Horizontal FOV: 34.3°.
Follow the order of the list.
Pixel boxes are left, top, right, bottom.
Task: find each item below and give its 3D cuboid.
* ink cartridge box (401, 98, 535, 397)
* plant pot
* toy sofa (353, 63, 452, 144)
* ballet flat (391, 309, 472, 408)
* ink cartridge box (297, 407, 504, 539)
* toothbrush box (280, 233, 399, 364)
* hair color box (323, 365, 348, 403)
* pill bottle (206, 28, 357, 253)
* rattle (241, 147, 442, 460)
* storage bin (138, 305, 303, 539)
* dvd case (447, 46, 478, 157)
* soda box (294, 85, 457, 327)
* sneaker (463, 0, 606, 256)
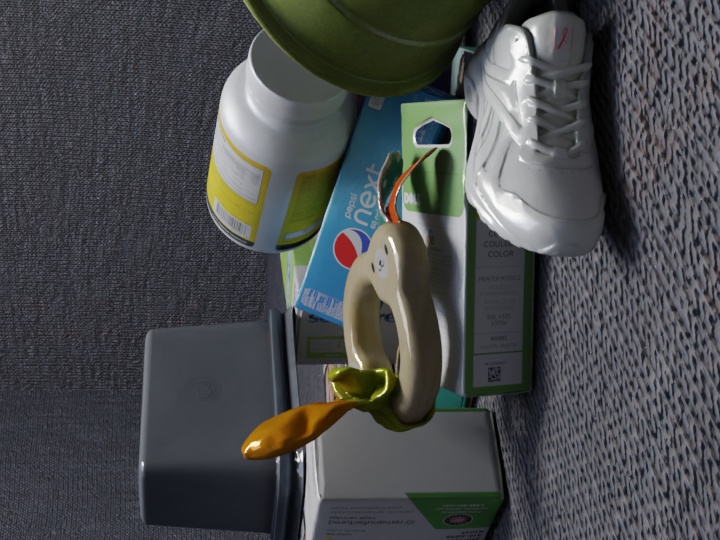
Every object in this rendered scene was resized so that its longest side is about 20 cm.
[{"bbox_3d":[0.075,-0.019,0.832,0.104,0.059,0.202,-164,72,-67],"label":"ink cartridge box"},{"bbox_3d":[0.045,-0.232,0.695,0.189,0.199,0.202,-23,64,52],"label":"plant pot"},{"bbox_3d":[0.039,-0.142,1.008,0.098,0.082,0.202,-45,-41,-74],"label":"toy sofa"},{"bbox_3d":[0.062,0.052,0.964,0.066,0.070,0.201,-69,-21,-46],"label":"ballet flat"},{"bbox_3d":[0.024,0.199,0.956,0.201,0.143,0.085,101,167,-51],"label":"ink cartridge box"},{"bbox_3d":[0.000,0.000,1.130,0.201,0.144,0.087,-105,17,-59],"label":"toothbrush box"},{"bbox_3d":[-0.005,0.136,1.442,0.200,0.060,0.100,110,159,-68],"label":"hair color box"},{"bbox_3d":[-0.064,-0.108,0.958,0.200,0.111,0.113,113,156,-58],"label":"pill bottle"},{"bbox_3d":[-0.016,0.017,0.810,0.130,0.141,0.202,-108,17,-64],"label":"rattle"},{"bbox_3d":[-0.124,0.139,1.019,0.201,0.133,0.146,-96,11,-45],"label":"storage bin"},{"bbox_3d":[0.092,-0.073,0.930,0.146,0.022,0.202,-119,29,-73],"label":"dvd case"},{"bbox_3d":[0.013,-0.055,0.947,0.068,0.064,0.202,-41,-27,-73],"label":"soda box"},{"bbox_3d":[0.104,-0.098,0.683,0.100,0.077,0.201,105,163,-47],"label":"sneaker"}]
